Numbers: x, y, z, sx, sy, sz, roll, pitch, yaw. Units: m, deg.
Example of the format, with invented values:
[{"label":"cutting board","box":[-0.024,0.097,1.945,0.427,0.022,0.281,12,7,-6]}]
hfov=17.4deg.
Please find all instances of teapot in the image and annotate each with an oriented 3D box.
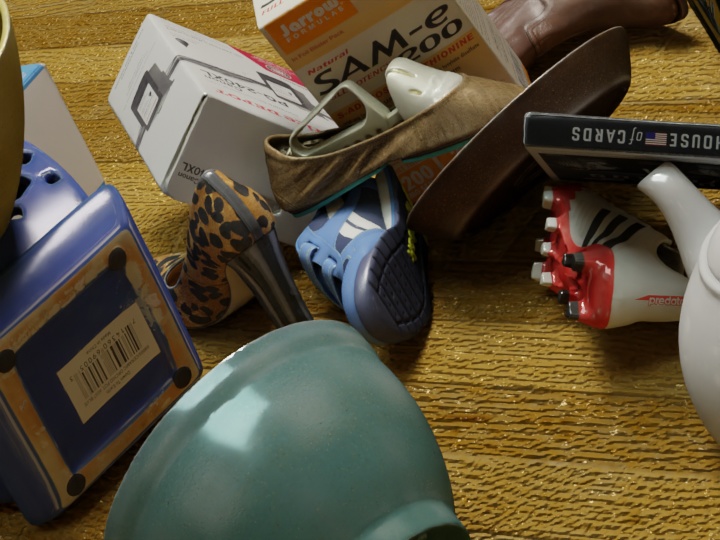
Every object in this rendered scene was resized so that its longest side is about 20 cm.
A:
[{"label":"teapot","box":[0.259,0.012,1.302,0.199,0.147,0.198,-15,31,19]}]

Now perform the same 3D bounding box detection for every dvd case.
[{"label":"dvd case","box":[0.184,-0.071,1.462,0.149,0.025,0.200,4,-3,10]}]

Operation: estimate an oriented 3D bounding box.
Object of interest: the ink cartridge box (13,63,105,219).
[{"label":"ink cartridge box","box":[-0.342,-0.076,1.964,0.199,0.126,0.129,-5,35,34]}]

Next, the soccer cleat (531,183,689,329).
[{"label":"soccer cleat","box":[0.161,-0.007,1.507,0.084,0.069,0.200,6,14,-6]}]

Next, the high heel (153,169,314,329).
[{"label":"high heel","box":[-0.116,-0.026,1.677,0.071,0.143,0.199,-41,32,-24]}]

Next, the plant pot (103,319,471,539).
[{"label":"plant pot","box":[-0.024,0.148,1.298,0.200,0.201,0.134,-38,57,-19]}]

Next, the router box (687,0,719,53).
[{"label":"router box","box":[0.255,-0.230,1.686,0.052,0.158,0.200,-23,28,5]}]

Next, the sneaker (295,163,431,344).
[{"label":"sneaker","box":[0.000,0.000,1.618,0.082,0.074,0.200,-21,21,12]}]

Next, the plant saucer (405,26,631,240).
[{"label":"plant saucer","box":[0.115,-0.085,1.601,0.200,0.035,0.200,-40,-8,-7]}]

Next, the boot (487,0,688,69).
[{"label":"boot","box":[0.128,-0.162,1.781,0.200,0.064,0.186,-38,22,-21]}]

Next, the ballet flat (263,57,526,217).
[{"label":"ballet flat","box":[0.016,-0.103,1.624,0.199,0.073,0.068,-21,19,25]}]

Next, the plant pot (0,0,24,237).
[{"label":"plant pot","box":[-0.296,-0.078,1.521,0.198,0.143,0.201,-11,41,10]}]

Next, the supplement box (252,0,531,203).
[{"label":"supplement box","box":[0.027,-0.155,1.668,0.126,0.200,0.074,-30,38,15]}]

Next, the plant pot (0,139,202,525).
[{"label":"plant pot","box":[-0.233,0.044,1.615,0.179,0.201,0.200,17,51,43]}]

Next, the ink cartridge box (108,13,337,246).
[{"label":"ink cartridge box","box":[-0.093,-0.104,1.768,0.084,0.144,0.200,-63,26,13]}]
